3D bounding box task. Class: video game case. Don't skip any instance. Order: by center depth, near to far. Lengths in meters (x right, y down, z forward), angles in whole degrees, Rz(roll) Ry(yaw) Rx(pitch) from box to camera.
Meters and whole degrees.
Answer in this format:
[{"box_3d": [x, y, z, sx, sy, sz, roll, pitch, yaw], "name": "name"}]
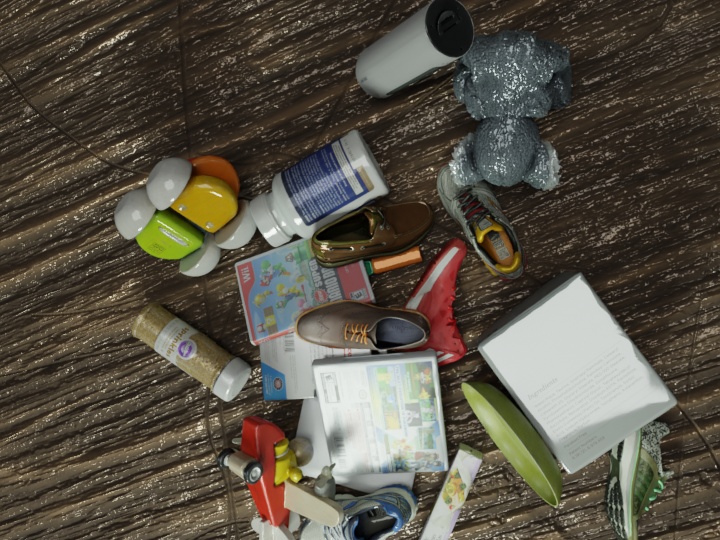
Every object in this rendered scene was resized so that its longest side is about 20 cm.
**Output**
[{"box_3d": [0.032, 0.215, 0.943, 0.180, 0.022, 0.202, -5, 112, 9], "name": "video game case"}, {"box_3d": [-0.089, 0.018, 0.986, 0.198, 0.017, 0.144, -20, 62, 4], "name": "video game case"}]

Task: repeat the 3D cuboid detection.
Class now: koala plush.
[{"box_3d": [0.204, -0.213, 0.892, 0.176, 0.184, 0.202, 8, 95, 12], "name": "koala plush"}]

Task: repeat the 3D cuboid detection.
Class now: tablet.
[{"box_3d": [-0.007, 0.280, 1.006, 0.198, 0.014, 0.131, 12, 92, 12], "name": "tablet"}]

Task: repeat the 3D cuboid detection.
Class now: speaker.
[{"box_3d": [0.071, -0.310, 0.903, 0.080, 0.200, 0.082, 1, 87, -28], "name": "speaker"}]

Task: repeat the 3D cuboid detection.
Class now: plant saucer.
[{"box_3d": [0.212, 0.228, 0.875, 0.031, 0.200, 0.201, -35, 82, -7], "name": "plant saucer"}]

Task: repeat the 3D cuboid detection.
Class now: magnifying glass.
[{"box_3d": [0.000, 0.000, 1.006, 0.198, 0.022, 0.080, -16, 86, 10], "name": "magnifying glass"}]

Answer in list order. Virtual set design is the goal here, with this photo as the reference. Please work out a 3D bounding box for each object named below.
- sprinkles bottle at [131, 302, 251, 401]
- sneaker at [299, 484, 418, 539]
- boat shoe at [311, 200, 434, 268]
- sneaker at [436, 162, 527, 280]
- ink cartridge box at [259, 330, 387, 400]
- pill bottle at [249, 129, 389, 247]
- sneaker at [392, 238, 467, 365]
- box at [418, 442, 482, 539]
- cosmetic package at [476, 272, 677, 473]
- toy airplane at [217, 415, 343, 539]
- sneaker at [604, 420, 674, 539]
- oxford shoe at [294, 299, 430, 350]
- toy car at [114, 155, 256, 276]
[{"box_3d": [-0.275, 0.131, 1.035, 0.199, 0.068, 0.069, 32, 95, 11], "name": "sprinkles bottle"}, {"box_3d": [-0.014, 0.382, 0.963, 0.199, 0.085, 0.078, -26, 87, 16], "name": "sneaker"}, {"box_3d": [0.023, -0.060, 0.953, 0.198, 0.068, 0.072, -23, 65, -8], "name": "boat shoe"}, {"box_3d": [0.182, -0.078, 0.939, 0.078, 0.082, 0.201, -36, 81, 10], "name": "sneaker"}, {"box_3d": [-0.051, 0.134, 0.989, 0.198, 0.068, 0.117, -5, 88, 11], "name": "ink cartridge box"}, {"box_3d": [-0.065, -0.119, 0.975, 0.199, 0.111, 0.112, -28, 84, 9], "name": "pill bottle"}, {"box_3d": [0.130, 0.058, 0.961, 0.115, 0.078, 0.201, 32, 107, 2], "name": "sneaker"}, {"box_3d": [0.129, 0.362, 0.963, 0.038, 0.041, 0.202, 23, 94, 11], "name": "box"}, {"box_3d": [0.283, 0.130, 0.872, 0.166, 0.167, 0.201, -37, 83, 9], "name": "cosmetic package"}, {"box_3d": [-0.119, 0.318, 0.966, 0.200, 0.141, 0.199, 45, 140, 9], "name": "toy airplane"}, {"box_3d": [0.400, 0.300, 0.898, 0.088, 0.077, 0.202, 3, 92, 3], "name": "sneaker"}, {"box_3d": [0.001, 0.079, 0.905, 0.198, 0.073, 0.072, -2, 92, 5], "name": "oxford shoe"}, {"box_3d": [-0.269, -0.103, 1.002, 0.199, 0.175, 0.151, -33, 40, 28], "name": "toy car"}]
